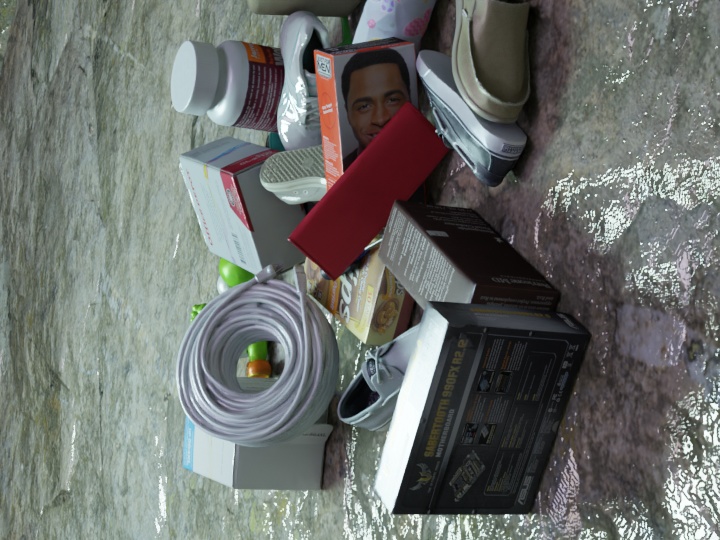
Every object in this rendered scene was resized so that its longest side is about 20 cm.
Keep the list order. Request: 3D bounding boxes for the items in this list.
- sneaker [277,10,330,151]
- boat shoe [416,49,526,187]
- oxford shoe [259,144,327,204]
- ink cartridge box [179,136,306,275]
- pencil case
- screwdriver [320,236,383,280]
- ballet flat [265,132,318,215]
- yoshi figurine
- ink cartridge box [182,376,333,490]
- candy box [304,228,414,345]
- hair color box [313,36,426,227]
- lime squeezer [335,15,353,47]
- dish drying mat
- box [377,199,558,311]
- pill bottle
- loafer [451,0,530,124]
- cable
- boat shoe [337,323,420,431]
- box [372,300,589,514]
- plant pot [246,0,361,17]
[{"bbox_3d":[-0.065,-0.217,1.774,0.080,0.070,0.202,-141,45,-69],"label":"sneaker"},{"bbox_3d":[0.106,-0.161,1.510,0.200,0.071,0.068,55,132,42],"label":"boat shoe"},{"bbox_3d":[-0.027,-0.114,1.719,0.198,0.058,0.076,-2,58,31],"label":"oxford shoe"},{"bbox_3d":[-0.149,-0.087,1.869,0.200,0.082,0.147,24,135,61],"label":"ink cartridge box"},{"bbox_3d":[0.029,-0.246,1.656,0.083,0.091,0.202,23,113,17],"label":"pencil case"},{"bbox_3d":[0.017,-0.032,1.598,0.200,0.028,0.029,-32,25,46],"label":"screwdriver"},{"bbox_3d":[-0.079,-0.116,1.865,0.200,0.067,0.069,-123,33,-51],"label":"ballet flat"},{"bbox_3d":[-0.168,0.050,1.971,0.112,0.112,0.202,-21,64,45],"label":"yoshi figurine"},{"bbox_3d":[-0.132,0.207,1.833,0.200,0.128,0.127,6,91,63],"label":"ink cartridge box"},{"bbox_3d":[0.000,0.000,1.694,0.200,0.055,0.116,39,119,59],"label":"candy box"},{"bbox_3d":[0.012,-0.150,1.592,0.061,0.101,0.202,-146,47,-63],"label":"hair color box"},{"bbox_3d":[-0.014,-0.251,1.806,0.071,0.037,0.202,70,-160,-80],"label":"lime squeezer"},{"bbox_3d":[0.011,-0.086,1.567,0.200,0.077,0.018,-49,25,-2],"label":"dish drying mat"},{"bbox_3d":[0.104,0.003,1.444,0.200,0.099,0.075,51,130,53],"label":"box"},{"bbox_3d":[-0.136,-0.236,1.846,0.109,0.198,0.111,-19,68,60],"label":"pill bottle"},{"bbox_3d":[0.135,-0.245,1.455,0.068,0.075,0.202,133,136,-58],"label":"loafer"},{"bbox_3d":[-0.123,0.111,1.708,0.199,0.069,0.201,-24,66,10],"label":"cable"},{"bbox_3d":[0.034,0.118,1.588,0.201,0.071,0.071,-54,40,45],"label":"boat shoe"},{"bbox_3d":[0.111,0.133,1.342,0.048,0.157,0.202,45,125,56],"label":"box"},{"bbox_3d":[-0.072,-0.427,1.782,0.178,0.198,0.201,110,151,-45],"label":"plant pot"}]
